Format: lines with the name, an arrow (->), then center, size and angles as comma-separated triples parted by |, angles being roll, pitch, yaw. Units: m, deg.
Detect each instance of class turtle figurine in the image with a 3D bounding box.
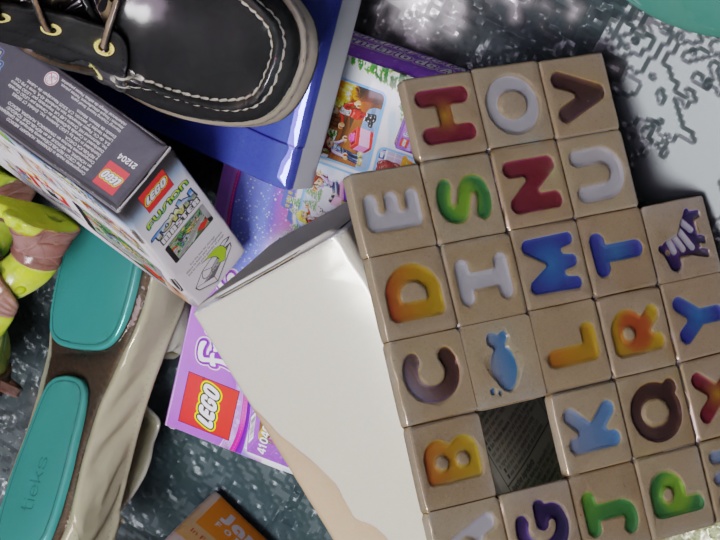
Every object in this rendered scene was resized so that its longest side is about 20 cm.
turtle figurine -> -0.180, 0.038, 0.977 | 0.064, 0.200, 0.161 | 21, 106, -21

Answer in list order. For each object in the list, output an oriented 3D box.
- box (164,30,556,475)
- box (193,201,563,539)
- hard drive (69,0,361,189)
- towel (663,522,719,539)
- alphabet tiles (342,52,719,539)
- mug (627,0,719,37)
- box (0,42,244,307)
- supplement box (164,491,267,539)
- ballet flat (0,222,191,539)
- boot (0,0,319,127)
box -> 0.000, 0.000, 0.949 | 0.137, 0.039, 0.200 | 20, 113, 13
box -> 0.027, 0.070, 0.889 | 0.078, 0.095, 0.200 | -29, 95, 25
hard drive -> -0.050, -0.150, 0.895 | 0.132, 0.025, 0.200 | 26, 109, 32
towel -> 0.168, 0.153, 0.937 | 0.200, 0.036, 0.149 | 21, 112, 13
alphabet tiles -> 0.080, 0.015, 0.861 | 0.008, 0.167, 0.200 | -20, 82, 60
mug -> 0.140, -0.175, 0.790 | 0.152, 0.114, 0.185 | -18, 63, 10
box -> -0.146, -0.067, 0.921 | 0.200, 0.110, 0.035 | 35, 80, 22
supplement box -> -0.081, 0.201, 0.956 | 0.126, 0.200, 0.074 | 43, 120, 2
ballet flat -> -0.113, 0.046, 0.988 | 0.069, 0.069, 0.200 | 17, 86, 15
boot -> -0.129, -0.110, 0.809 | 0.200, 0.151, 0.073 | 31, 107, 26
